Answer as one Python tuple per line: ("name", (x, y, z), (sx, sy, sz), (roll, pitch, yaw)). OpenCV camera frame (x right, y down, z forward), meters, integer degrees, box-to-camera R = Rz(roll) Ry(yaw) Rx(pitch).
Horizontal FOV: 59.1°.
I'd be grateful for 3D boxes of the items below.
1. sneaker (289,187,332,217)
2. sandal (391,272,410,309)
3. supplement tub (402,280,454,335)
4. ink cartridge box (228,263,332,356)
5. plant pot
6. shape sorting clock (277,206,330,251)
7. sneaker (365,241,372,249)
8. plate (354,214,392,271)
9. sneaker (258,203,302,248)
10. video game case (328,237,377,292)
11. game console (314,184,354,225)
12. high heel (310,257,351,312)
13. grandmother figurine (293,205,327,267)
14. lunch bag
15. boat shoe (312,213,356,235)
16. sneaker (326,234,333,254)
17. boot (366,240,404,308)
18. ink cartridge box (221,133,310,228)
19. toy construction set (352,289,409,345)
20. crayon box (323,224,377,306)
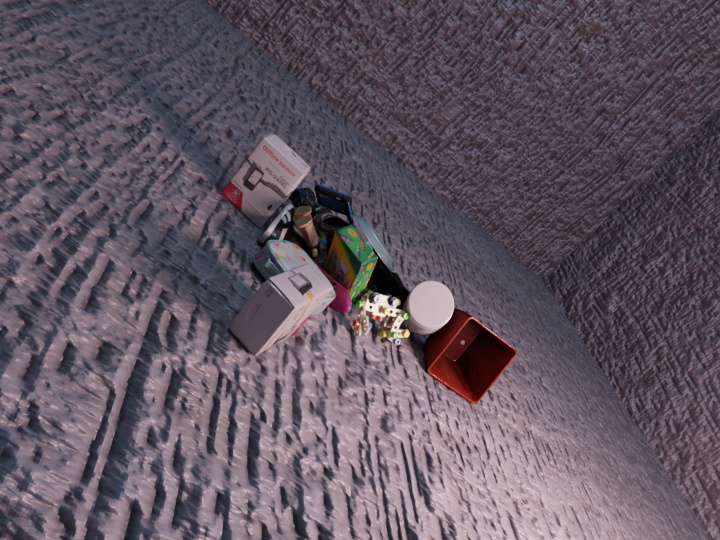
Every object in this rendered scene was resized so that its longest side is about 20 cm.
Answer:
("sneaker", (-0.152, -0.178, 1.872), (0.078, 0.076, 0.200), (7, 30, -43))
("sandal", (0.114, 0.077, 1.983), (0.047, 0.076, 0.201), (4, 28, -22))
("supplement tub", (0.187, 0.109, 1.788), (0.132, 0.132, 0.200), (45, -10, 7))
("ink cartridge box", (-0.160, 0.077, 1.312), (0.086, 0.148, 0.200), (43, 21, 7))
("plant pot", (0.301, 0.228, 1.863), (0.199, 0.201, 0.177), (35, 9, -20))
("shape sorting clock", (-0.161, -0.116, 1.858), (0.199, 0.039, 0.200), (40, 15, -13))
("sneaker", (0.000, 0.000, 1.732), (0.071, 0.201, 0.080), (-25, 69, -31))
("plate", (0.046, -0.088, 1.873), (0.202, 0.025, 0.200), (56, 5, -8))
("sneaker", (-0.196, -0.094, 1.705), (0.112, 0.073, 0.201), (43, 31, -11))
("video game case", (-0.014, -0.006, 1.949), (0.181, 0.024, 0.201), (31, 24, -30))
("game console", (-0.073, -0.158, 1.942), (0.168, 0.120, 0.200), (20, -9, 3))
("high heel", (-0.098, 0.031, 1.628), (0.096, 0.067, 0.201), (35, 14, -51))
("grandmother figurine", (-0.131, -0.081, 1.694), (0.202, 0.059, 0.123), (77, 12, -48))
("lunch bag", (-0.164, 0.016, 1.531), (0.201, 0.077, 0.160), (49, 22, 16))
("boat shoe", (-0.066, -0.125, 1.735), (0.066, 0.058, 0.199), (-27, 41, -27))
("sneaker", (-0.041, -0.052, 1.813), (0.108, 0.067, 0.202), (53, 9, -17))
("boot", (0.062, 0.012, 1.922), (0.200, 0.073, 0.163), (56, 5, -13))
("ink cartridge box", (-0.251, -0.241, 1.695), (0.145, 0.200, 0.083), (41, 19, -4))
("toy construction set", (0.050, 0.127, 1.687), (0.198, 0.133, 0.091), (13, 3, -46))
("crayon box", (-0.033, -0.006, 1.655), (0.058, 0.201, 0.119), (-23, 62, -31))
